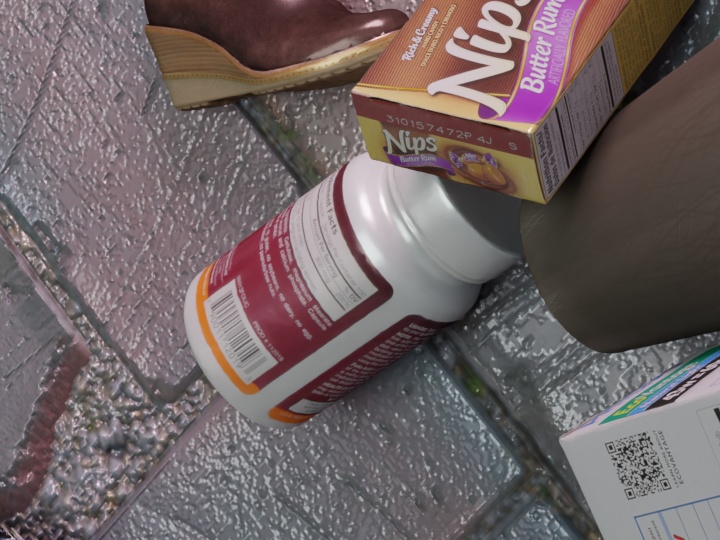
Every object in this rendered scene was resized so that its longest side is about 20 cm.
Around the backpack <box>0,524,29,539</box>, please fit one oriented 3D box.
[{"bbox_3d":[-0.248,0.259,1.663,0.190,0.154,0.201,16,108,39],"label":"backpack"}]

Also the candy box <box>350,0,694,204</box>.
[{"bbox_3d":[0.096,-0.131,1.394,0.116,0.200,0.057,16,141,31],"label":"candy box"}]

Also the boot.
[{"bbox_3d":[-0.059,-0.191,1.555,0.199,0.072,0.167,-7,92,37],"label":"boot"}]

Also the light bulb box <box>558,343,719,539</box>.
[{"bbox_3d":[0.242,0.130,1.303,0.200,0.125,0.199,-22,94,49],"label":"light bulb box"}]

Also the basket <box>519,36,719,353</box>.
[{"bbox_3d":[0.197,-0.038,1.368,0.200,0.136,0.181,-26,103,37],"label":"basket"}]

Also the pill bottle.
[{"bbox_3d":[0.000,0.000,1.506,0.200,0.114,0.115,-35,75,29],"label":"pill bottle"}]
